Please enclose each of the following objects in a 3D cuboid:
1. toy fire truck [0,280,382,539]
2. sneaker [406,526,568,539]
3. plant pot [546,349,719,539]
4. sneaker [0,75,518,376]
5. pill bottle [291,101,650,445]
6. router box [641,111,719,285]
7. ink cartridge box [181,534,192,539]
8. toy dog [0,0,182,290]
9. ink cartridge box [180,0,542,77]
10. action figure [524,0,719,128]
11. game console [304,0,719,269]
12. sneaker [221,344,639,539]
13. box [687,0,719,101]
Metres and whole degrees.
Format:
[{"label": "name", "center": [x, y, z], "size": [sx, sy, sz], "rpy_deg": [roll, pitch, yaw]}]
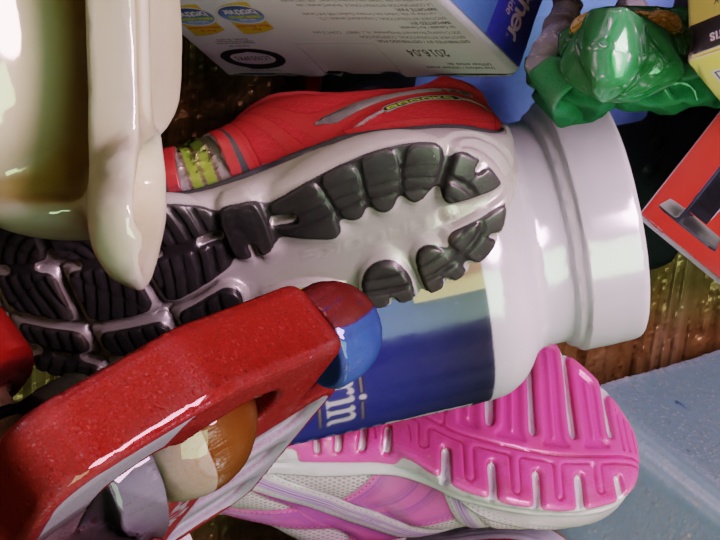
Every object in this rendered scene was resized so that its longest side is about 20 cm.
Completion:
[{"label": "toy fire truck", "center": [-0.075, 0.063, 0.793], "size": [0.168, 0.112, 0.200], "rpy_deg": [-32, 168, -31]}, {"label": "sneaker", "center": [-0.014, 0.156, 1.042], "size": [0.199, 0.112, 0.072], "rpy_deg": [-16, 99, 20]}, {"label": "plant pot", "center": [0.177, 0.173, 1.125], "size": [0.196, 0.200, 0.196], "rpy_deg": [-10, 131, -55]}, {"label": "sneaker", "center": [-0.044, -0.019, 0.865], "size": [0.199, 0.085, 0.077], "rpy_deg": [-10, 121, 9]}, {"label": "pill bottle", "center": [0.000, 0.000, 0.952], "size": [0.199, 0.116, 0.116], "rpy_deg": [-13, 129, -6]}, {"label": "router box", "center": [0.203, -0.073, 1.044], "size": [0.180, 0.049, 0.200], "rpy_deg": [-53, 165, 10]}, {"label": "ink cartridge box", "center": [-0.150, 0.124, 0.948], "size": [0.200, 0.147, 0.083], "rpy_deg": [21, 114, -41]}, {"label": "toy dog", "center": [-0.159, -0.080, 0.787], "size": [0.199, 0.194, 0.140], "rpy_deg": [0, 108, 2]}, {"label": "ink cartridge box", "center": [-0.023, -0.128, 0.853], "size": [0.200, 0.136, 0.077], "rpy_deg": [41, 62, -44]}, {"label": "action figure", "center": [0.097, -0.073, 0.850], "size": [0.118, 0.200, 0.055], "rpy_deg": [-2, 96, 13]}, {"label": "game console", "center": [0.063, -0.058, 1.042], "size": [0.199, 0.031, 0.178], "rpy_deg": [-11, 126, -27]}, {"label": "sneaker", "center": [0.012, 0.070, 1.042], "size": [0.199, 0.082, 0.088], "rpy_deg": [9, 148, 2]}, {"label": "box", "center": [0.133, -0.135, 0.803], "size": [0.050, 0.201, 0.075], "rpy_deg": [-16, 145, 28]}]
